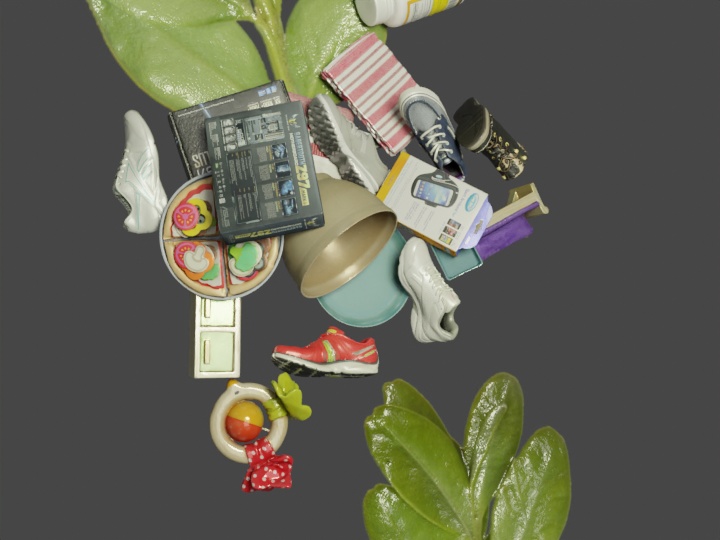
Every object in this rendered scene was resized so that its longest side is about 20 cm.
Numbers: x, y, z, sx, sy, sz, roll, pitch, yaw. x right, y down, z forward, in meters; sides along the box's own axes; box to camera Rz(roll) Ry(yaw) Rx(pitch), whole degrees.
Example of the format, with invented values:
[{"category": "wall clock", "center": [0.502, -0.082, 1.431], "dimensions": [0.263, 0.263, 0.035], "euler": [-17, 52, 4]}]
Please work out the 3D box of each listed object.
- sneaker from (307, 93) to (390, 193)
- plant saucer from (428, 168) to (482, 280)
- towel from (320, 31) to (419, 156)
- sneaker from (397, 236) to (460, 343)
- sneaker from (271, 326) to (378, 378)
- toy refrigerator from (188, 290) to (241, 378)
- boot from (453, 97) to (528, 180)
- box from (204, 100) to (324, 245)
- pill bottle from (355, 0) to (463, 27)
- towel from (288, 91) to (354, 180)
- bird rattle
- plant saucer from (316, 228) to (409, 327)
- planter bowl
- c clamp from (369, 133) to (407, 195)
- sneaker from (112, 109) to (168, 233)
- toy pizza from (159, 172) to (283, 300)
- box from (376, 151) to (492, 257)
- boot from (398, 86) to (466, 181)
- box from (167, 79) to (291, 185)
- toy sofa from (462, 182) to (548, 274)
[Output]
[{"category": "sneaker", "center": [-0.020, -0.226, 1.419], "dimensions": [0.082, 0.074, 0.201], "euler": [-44, 115, -28]}, {"category": "plant saucer", "center": [0.144, -0.082, 1.440], "dimensions": [0.069, 0.019, 0.202], "euler": [-25, 72, 2]}, {"category": "towel", "center": [0.037, -0.322, 1.472], "dimensions": [0.200, 0.030, 0.146], "euler": [49, 61, -8]}, {"category": "sneaker", "center": [0.132, 0.035, 1.431], "dimensions": [0.078, 0.099, 0.202], "euler": [-33, 115, -41]}, {"category": "sneaker", "center": [-0.062, 0.139, 1.392], "dimensions": [0.198, 0.077, 0.086], "euler": [7, 72, -27]}, {"category": "toy refrigerator", "center": [-0.237, 0.073, 1.323], "dimensions": [0.075, 0.070, 0.203], "euler": [3, 85, -21]}, {"category": "boot", "center": [0.243, -0.230, 1.484], "dimensions": [0.150, 0.200, 0.073], "euler": [42, 107, -19]}, {"category": "box", "center": [-0.146, -0.150, 1.232], "dimensions": [0.156, 0.051, 0.202], "euler": [-12, 70, -1]}, {"category": "pill bottle", "center": [0.092, -0.513, 1.478], "dimensions": [0.199, 0.109, 0.110], "euler": [-25, 94, -21]}, {"category": "towel", "center": [-0.091, -0.203, 1.429], "dimensions": [0.143, 0.023, 0.202], "euler": [13, 83, -22]}, {"category": "bird rattle", "center": [-0.171, 0.263, 1.339], "dimensions": [0.162, 0.113, 0.202], "euler": [21, 91, -6]}, {"category": "plant saucer", "center": [0.000, 0.000, 1.443], "dimensions": [0.198, 0.027, 0.203], "euler": [2, 84, -21]}, {"category": "planter bowl", "center": [-0.057, -0.072, 1.327], "dimensions": [0.199, 0.201, 0.135], "euler": [-34, 69, -20]}, {"category": "c clamp", "center": [0.068, -0.188, 1.485], "dimensions": [0.169, 0.027, 0.202], "euler": [-19, 92, -21]}, {"category": "sneaker", "center": [-0.360, -0.156, 1.297], "dimensions": [0.079, 0.070, 0.203], "euler": [-12, 90, -18]}, {"category": "toy pizza", "center": [-0.219, -0.054, 1.265], "dimensions": [0.198, 0.032, 0.203], "euler": [0, 93, 2]}, {"category": "box", "center": [0.130, -0.112, 1.422], "dimensions": [0.199, 0.042, 0.120], "euler": [30, 81, 13]}, {"category": "boot", "center": [0.136, -0.237, 1.433], "dimensions": [0.200, 0.072, 0.091], "euler": [38, 29, -50]}, {"category": "box", "center": [-0.197, -0.202, 1.336], "dimensions": [0.198, 0.086, 0.166], "euler": [-19, 92, -11]}, {"category": "toy sofa", "center": [0.253, -0.077, 1.516], "dimensions": [0.199, 0.083, 0.098], "euler": [-28, 95, -20]}]
